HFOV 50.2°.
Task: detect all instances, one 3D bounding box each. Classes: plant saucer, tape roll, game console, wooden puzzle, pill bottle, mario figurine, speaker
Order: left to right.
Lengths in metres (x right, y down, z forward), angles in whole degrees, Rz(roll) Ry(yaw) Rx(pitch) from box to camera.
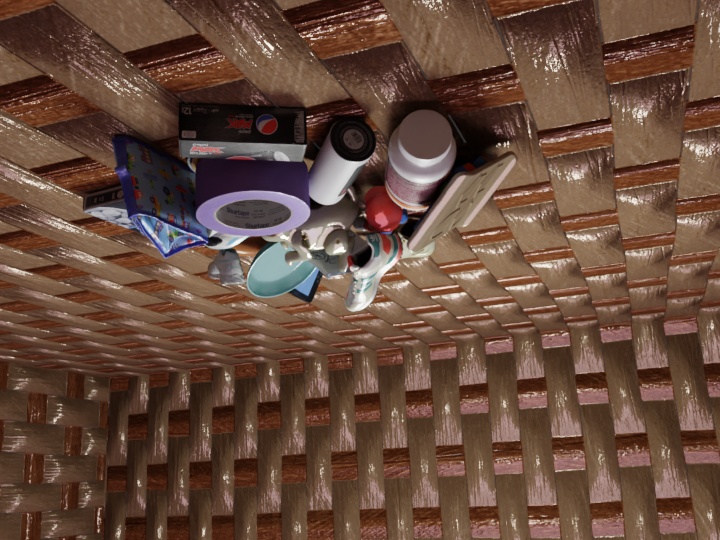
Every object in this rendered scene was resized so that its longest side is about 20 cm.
[{"bbox_3d":[-0.253,-0.072,1.780,0.198,0.038,0.200,-3,165,-1],"label":"plant saucer"},{"bbox_3d":[-0.188,-0.135,1.344,0.198,0.086,0.200,-5,161,-2],"label":"tape roll"},{"bbox_3d":[-0.180,-0.020,1.776,0.199,0.036,0.201,-27,149,-17],"label":"plant saucer"},{"bbox_3d":[-0.092,0.002,1.940,0.118,0.174,0.200,20,173,22],"label":"game console"},{"bbox_3d":[-0.039,-0.184,1.323,0.080,0.082,0.200,2,163,-16],"label":"speaker"},{"bbox_3d":[0.044,-0.132,1.539,0.105,0.125,0.200,20,179,8],"label":"mario figurine"},{"bbox_3d":[0.099,-0.184,1.283,0.112,0.114,0.200,-2,165,-1],"label":"pill bottle"},{"bbox_3d":[0.171,-0.129,1.346,0.199,0.046,0.186,-25,155,-49],"label":"wooden puzzle"}]

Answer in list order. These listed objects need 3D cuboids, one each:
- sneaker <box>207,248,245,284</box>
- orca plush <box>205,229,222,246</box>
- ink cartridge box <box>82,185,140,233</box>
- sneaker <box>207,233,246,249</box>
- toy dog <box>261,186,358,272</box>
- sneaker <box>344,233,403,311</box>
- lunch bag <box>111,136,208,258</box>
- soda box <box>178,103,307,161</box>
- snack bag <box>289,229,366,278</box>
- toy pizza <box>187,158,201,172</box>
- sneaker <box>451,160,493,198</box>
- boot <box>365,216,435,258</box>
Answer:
[{"bbox_3d":[-0.311,-0.015,1.793,0.070,0.081,0.200,-4,-174,-24],"label":"sneaker"},{"bbox_3d":[-0.292,-0.095,1.483,0.198,0.106,0.071,-3,-169,20],"label":"orca plush"},{"bbox_3d":[-0.412,-0.126,1.543,0.198,0.044,0.198,-11,163,23],"label":"ink cartridge box"},{"bbox_3d":[-0.260,-0.103,1.614,0.198,0.077,0.081,-16,154,20],"label":"sneaker"},{"bbox_3d":[-0.111,-0.096,1.518,0.198,0.140,0.195,7,136,-17],"label":"toy dog"},{"bbox_3d":[0.000,0.000,1.526,0.093,0.071,0.200,8,132,-35],"label":"sneaker"},{"bbox_3d":[-0.353,-0.132,1.311,0.093,0.152,0.200,-19,159,9],"label":"lunch bag"},{"bbox_3d":[-0.185,-0.216,1.212,0.198,0.064,0.071,1,164,-11],"label":"soda box"},{"bbox_3d":[-0.048,-0.041,1.662,0.187,0.022,0.200,-10,-147,-37],"label":"snack bag"},{"bbox_3d":[-0.210,-0.185,1.379,0.198,0.032,0.200,-3,165,-1],"label":"toy pizza"},{"bbox_3d":[0.204,-0.152,1.489,0.113,0.077,0.200,4,159,1],"label":"sneaker"},{"bbox_3d":[0.082,-0.069,1.785,0.198,0.073,0.155,-8,165,-1],"label":"boot"}]
